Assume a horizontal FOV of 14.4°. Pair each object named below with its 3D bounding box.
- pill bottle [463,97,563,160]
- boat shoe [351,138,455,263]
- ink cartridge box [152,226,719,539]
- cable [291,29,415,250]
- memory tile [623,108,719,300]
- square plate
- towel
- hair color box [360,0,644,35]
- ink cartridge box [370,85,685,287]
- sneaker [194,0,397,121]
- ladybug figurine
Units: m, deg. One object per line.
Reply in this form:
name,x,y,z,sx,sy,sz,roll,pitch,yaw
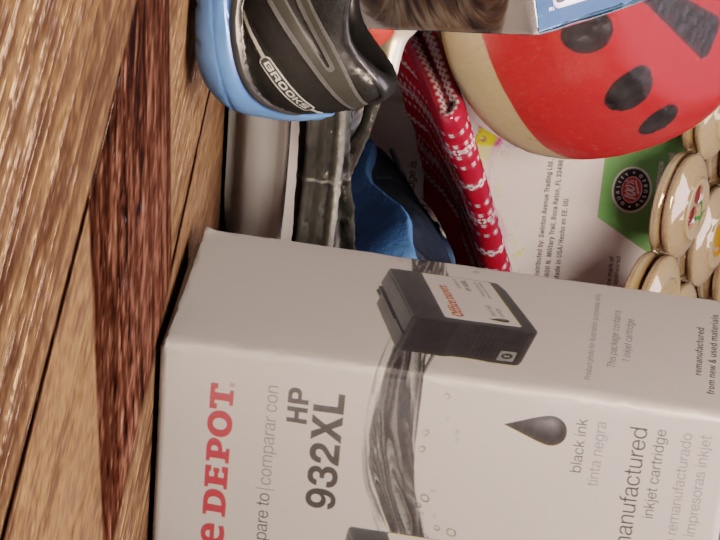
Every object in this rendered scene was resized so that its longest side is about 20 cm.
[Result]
pill bottle,0.113,-0.153,1.274,0.113,0.112,0.200,-77,-168,-68
boat shoe,0.000,0.000,1.228,0.069,0.084,0.200,50,8,-18
ink cartridge box,0.028,0.078,1.026,0.084,0.199,0.145,-74,171,-59
cable,0.000,-0.051,1.075,0.097,0.050,0.201,-50,144,-79
memory tile,0.157,0.006,1.358,0.153,0.017,0.201,40,66,-65
square plate,-0.030,-0.108,1.160,0.198,0.028,0.200,-79,174,-54
towel,0.037,-0.049,1.234,0.200,0.022,0.145,71,-1,-50
hair color box,0.033,-0.184,0.976,0.060,0.100,0.201,-21,108,-38
ink cartridge box,0.058,-0.024,1.404,0.084,0.199,0.145,-85,180,-68
sneaker,-0.007,-0.147,0.946,0.071,0.082,0.200,-61,157,-71
ladybug figurine,0.101,-0.108,1.141,0.200,0.072,0.136,17,94,-57
